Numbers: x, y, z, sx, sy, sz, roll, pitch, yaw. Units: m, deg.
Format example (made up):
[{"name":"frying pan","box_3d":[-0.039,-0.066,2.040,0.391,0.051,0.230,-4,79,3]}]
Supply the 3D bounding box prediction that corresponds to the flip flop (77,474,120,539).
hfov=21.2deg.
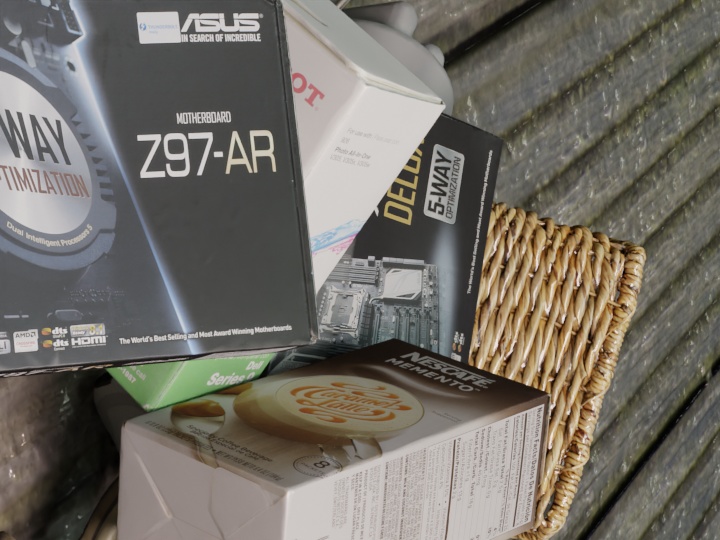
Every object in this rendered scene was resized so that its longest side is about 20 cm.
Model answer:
[{"name":"flip flop","box_3d":[-0.120,0.156,0.996,0.200,0.057,0.081,-50,166,-11]}]

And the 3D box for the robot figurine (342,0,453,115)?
[{"name":"robot figurine","box_3d":[-0.010,-0.077,1.214,0.170,0.112,0.201,50,48,-38]}]

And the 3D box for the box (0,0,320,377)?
[{"name":"box","box_3d":[-0.122,-0.037,0.839,0.199,0.043,0.161,-3,84,-26]}]

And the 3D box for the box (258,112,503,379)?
[{"name":"box","box_3d":[0.000,0.000,1.101,0.157,0.050,0.201,18,78,-43]}]

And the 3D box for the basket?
[{"name":"basket","box_3d":[0.083,0.063,1.249,0.143,0.148,0.201,87,20,-83]}]

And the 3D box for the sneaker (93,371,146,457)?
[{"name":"sneaker","box_3d":[-0.095,0.147,1.073,0.087,0.075,0.201,-41,102,-39]}]

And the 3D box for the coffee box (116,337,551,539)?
[{"name":"coffee box","box_3d":[-0.011,0.103,0.965,0.199,0.114,0.080,-15,115,-47]}]

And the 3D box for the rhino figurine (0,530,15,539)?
[{"name":"rhino figurine","box_3d":[-0.208,0.142,0.911,0.087,0.060,0.201,-28,119,-36]}]

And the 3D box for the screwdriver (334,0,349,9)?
[{"name":"screwdriver","box_3d":[-0.049,-0.120,1.138,0.200,0.029,0.028,-51,128,-8]}]

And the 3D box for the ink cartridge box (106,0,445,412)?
[{"name":"ink cartridge box","box_3d":[-0.075,-0.051,0.968,0.201,0.145,0.087,-56,153,17]}]
